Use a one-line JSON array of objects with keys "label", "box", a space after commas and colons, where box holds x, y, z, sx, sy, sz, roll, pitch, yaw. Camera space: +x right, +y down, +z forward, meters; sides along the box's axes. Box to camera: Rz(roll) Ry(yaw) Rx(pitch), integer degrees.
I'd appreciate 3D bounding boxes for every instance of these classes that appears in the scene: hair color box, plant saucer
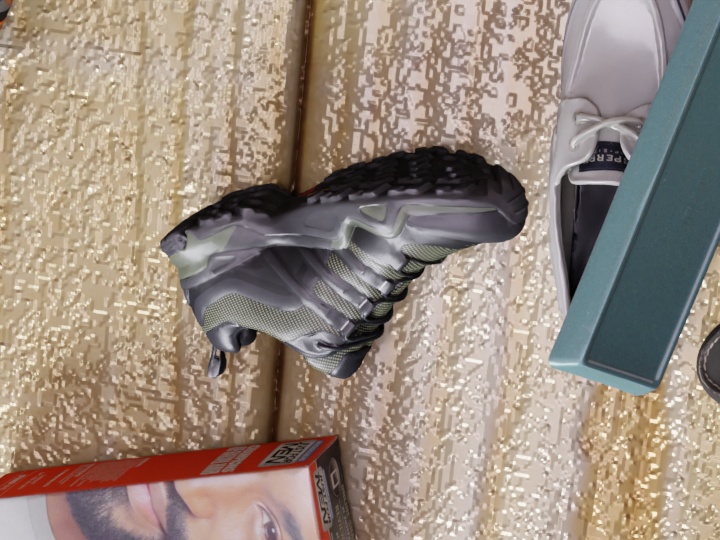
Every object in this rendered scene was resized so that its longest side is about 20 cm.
[{"label": "hair color box", "box": [-0.103, 0.158, 1.258, 0.199, 0.064, 0.111, -8, 99, 16]}, {"label": "plant saucer", "box": [0.154, -0.037, 1.120, 0.019, 0.070, 0.201, 28, 97, 51]}]

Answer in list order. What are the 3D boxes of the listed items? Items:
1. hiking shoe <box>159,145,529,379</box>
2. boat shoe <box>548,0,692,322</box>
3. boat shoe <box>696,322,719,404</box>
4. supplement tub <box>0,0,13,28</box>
[{"label": "hiking shoe", "box": [0.000, 0.000, 1.197, 0.199, 0.076, 0.101, -9, 108, 27]}, {"label": "boat shoe", "box": [0.123, -0.055, 1.145, 0.072, 0.066, 0.201, 10, 105, 14]}, {"label": "boat shoe", "box": [0.240, 0.035, 1.107, 0.199, 0.057, 0.067, -4, 79, 37]}, {"label": "supplement tub", "box": [-0.240, -0.148, 1.199, 0.122, 0.123, 0.201, 30, 107, 8]}]
